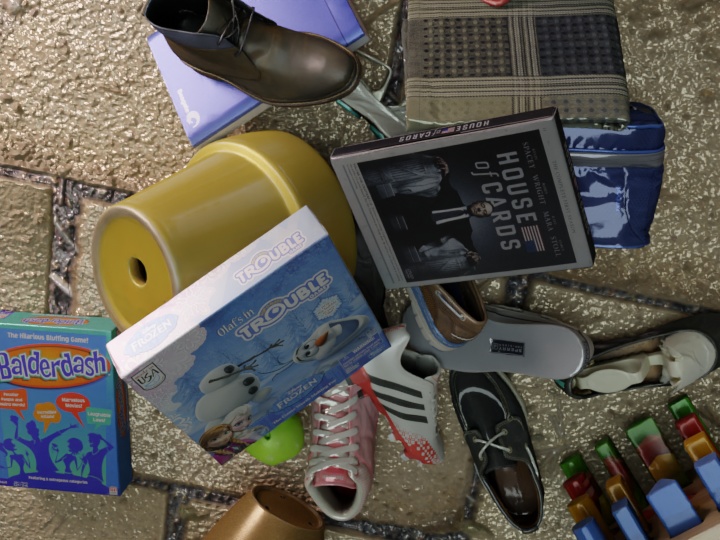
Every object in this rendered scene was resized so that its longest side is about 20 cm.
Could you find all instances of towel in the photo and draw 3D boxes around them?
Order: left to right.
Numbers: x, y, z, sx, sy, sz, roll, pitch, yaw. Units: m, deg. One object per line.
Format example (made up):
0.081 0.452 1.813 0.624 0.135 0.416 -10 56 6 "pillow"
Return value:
0.134 -0.192 0.846 0.197 0.194 0.035 1 145 4 "towel"

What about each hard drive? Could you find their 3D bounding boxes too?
-0.103 -0.224 0.911 0.199 0.025 0.133 -30 72 15 "hard drive"

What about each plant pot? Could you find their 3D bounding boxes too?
-0.136 -0.019 0.878 0.199 0.188 0.203 16 114 39 "plant pot"
-0.121 0.350 1.042 0.185 0.186 0.202 26 96 -1 "plant pot"

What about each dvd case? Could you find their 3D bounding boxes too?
0.089 -0.056 0.815 0.198 0.025 0.151 -7 126 26 "dvd case"

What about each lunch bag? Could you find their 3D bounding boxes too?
0.178 -0.104 0.880 0.197 0.136 0.134 4 107 7 "lunch bag"

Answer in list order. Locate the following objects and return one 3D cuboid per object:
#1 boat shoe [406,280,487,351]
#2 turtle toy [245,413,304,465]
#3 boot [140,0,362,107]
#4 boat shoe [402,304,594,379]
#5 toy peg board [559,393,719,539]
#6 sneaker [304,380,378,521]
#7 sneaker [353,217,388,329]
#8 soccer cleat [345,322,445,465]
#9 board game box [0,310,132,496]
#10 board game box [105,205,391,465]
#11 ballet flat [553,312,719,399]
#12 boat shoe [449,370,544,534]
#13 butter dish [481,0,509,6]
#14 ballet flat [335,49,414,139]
0.069 -0.024 0.924 0.072 0.072 0.202 -33 84 50 "boat shoe"
-0.132 0.122 0.996 0.200 0.146 0.101 43 128 -6 "turtle toy"
-0.101 -0.198 0.840 0.198 0.097 0.076 15 87 23 "boot"
0.141 0.067 0.971 0.198 0.066 0.073 4 94 28 "boat shoe"
0.284 0.216 0.938 0.199 0.199 0.098 -33 84 15 "toy peg board"
-0.020 0.170 1.004 0.074 0.105 0.203 -1 105 10 "sneaker"
0.000 0.000 0.969 0.090 0.076 0.202 -22 104 7 "sneaker"
0.055 0.131 0.974 0.085 0.069 0.201 -28 126 10 "soccer cleat"
-0.341 0.151 1.069 0.150 0.045 0.203 3 106 7 "board game box"
-0.087 0.066 0.826 0.199 0.043 0.200 -35 144 -4 "board game box"
0.296 0.097 0.959 0.198 0.068 0.069 -16 105 11 "ballet flat"
0.149 0.184 1.005 0.071 0.068 0.202 -20 101 14 "boat shoe"
0.112 -0.365 0.794 0.199 0.148 0.200 40 95 -3 "butter dish"
0.021 -0.162 0.925 0.200 0.069 0.070 42 107 -2 "ballet flat"
